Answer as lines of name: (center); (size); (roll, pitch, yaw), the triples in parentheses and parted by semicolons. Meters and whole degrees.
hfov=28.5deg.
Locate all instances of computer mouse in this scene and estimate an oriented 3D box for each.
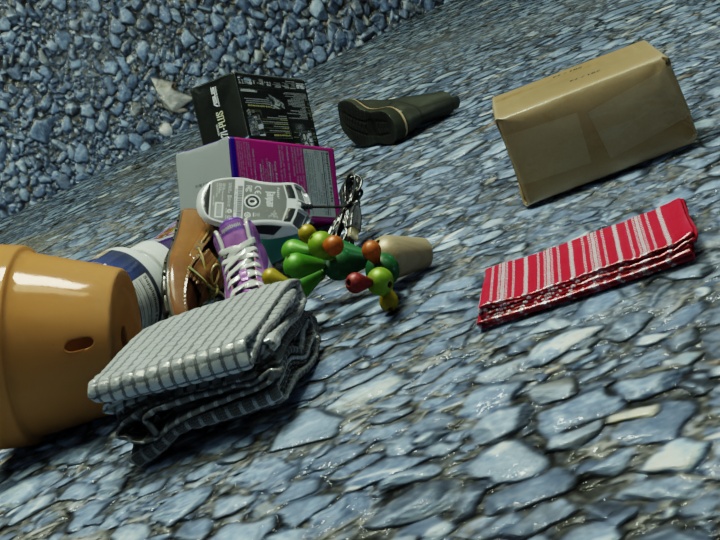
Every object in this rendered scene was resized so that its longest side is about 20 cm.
computer mouse: (-0.095, -0.070, 1.678); (0.197, 0.111, 0.044); (4, -31, -3)

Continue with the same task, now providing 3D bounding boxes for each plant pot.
plant pot: (-0.297, 0.070, 1.401); (0.138, 0.203, 0.200); (-5, 15, 5)

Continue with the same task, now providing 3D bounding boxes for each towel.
towel: (-0.129, 0.088, 1.263); (0.163, 0.087, 0.200); (-17, 12, 14)
towel: (0.196, -0.010, 1.237); (0.197, 0.023, 0.145); (-19, 13, 14)

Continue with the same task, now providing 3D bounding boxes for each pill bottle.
pill bottle: (-0.293, 0.041, 1.642); (0.110, 0.112, 0.200); (-13, 16, 35)

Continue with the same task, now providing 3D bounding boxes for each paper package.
paper package: (0.255, -0.169, 1.584); (0.197, 0.105, 0.191); (-21, 12, 9)

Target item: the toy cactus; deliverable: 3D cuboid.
toy cactus: (0.000, 0.000, 1.420); (0.163, 0.104, 0.199); (-7, 3, -29)

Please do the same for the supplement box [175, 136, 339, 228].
supplement box: (-0.127, -0.105, 1.813); (0.100, 0.105, 0.199); (-12, -9, 39)

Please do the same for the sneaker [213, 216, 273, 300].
sneaker: (-0.127, 0.006, 1.503); (0.072, 0.116, 0.201); (-21, 14, -1)

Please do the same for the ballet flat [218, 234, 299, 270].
ballet flat: (-0.148, -0.017, 1.745); (0.197, 0.073, 0.072); (-16, 14, 18)

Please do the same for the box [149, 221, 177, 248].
box: (-0.204, -0.065, 2.066); (0.198, 0.040, 0.137); (-17, 14, 24)

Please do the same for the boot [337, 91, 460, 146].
boot: (0.061, -0.260, 2.350); (0.137, 0.079, 0.199); (-24, 26, -25)

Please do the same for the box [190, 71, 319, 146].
box: (-0.150, -0.201, 2.123); (0.085, 0.166, 0.199); (-16, -3, 29)

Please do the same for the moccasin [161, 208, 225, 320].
moccasin: (-0.187, 0.005, 1.639); (0.076, 0.075, 0.202); (4, 33, 1)
